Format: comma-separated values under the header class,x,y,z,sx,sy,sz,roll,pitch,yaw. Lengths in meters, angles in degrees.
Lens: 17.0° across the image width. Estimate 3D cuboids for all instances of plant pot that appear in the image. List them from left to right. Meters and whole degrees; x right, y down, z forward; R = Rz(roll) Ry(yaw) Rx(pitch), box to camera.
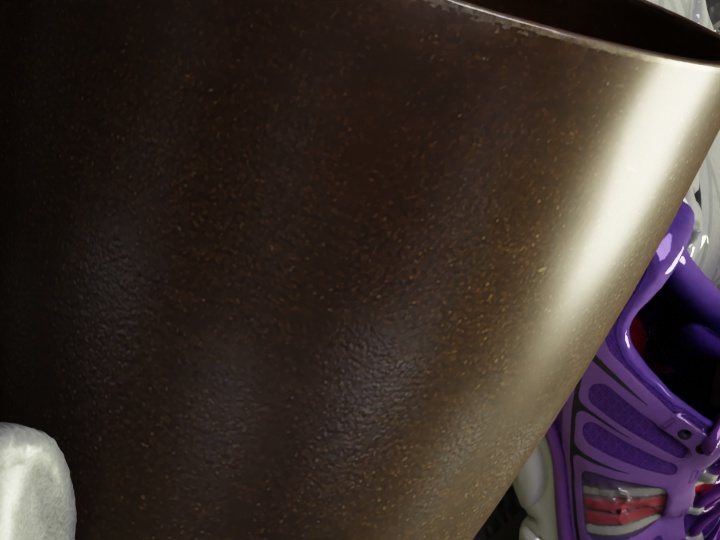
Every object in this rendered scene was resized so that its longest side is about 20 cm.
class,x,y,z,sx,sy,sz,roll,pitch,yaw
plant pot,-0.022,0.012,0.605,0.186,0.187,0.201,8,106,-38

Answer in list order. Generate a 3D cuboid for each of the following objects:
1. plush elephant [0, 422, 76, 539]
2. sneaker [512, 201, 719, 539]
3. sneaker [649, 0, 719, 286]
class,x,y,z,sx,sy,sz,roll,pitch,yaw
plush elephant,-0.147,0.079,0.508,0.165,0.199,0.155,-54,136,-33
sneaker,0.091,0.059,0.733,0.081,0.083,0.201,-59,139,-38
sneaker,0.085,-0.082,0.807,0.081,0.075,0.201,2,78,-53
